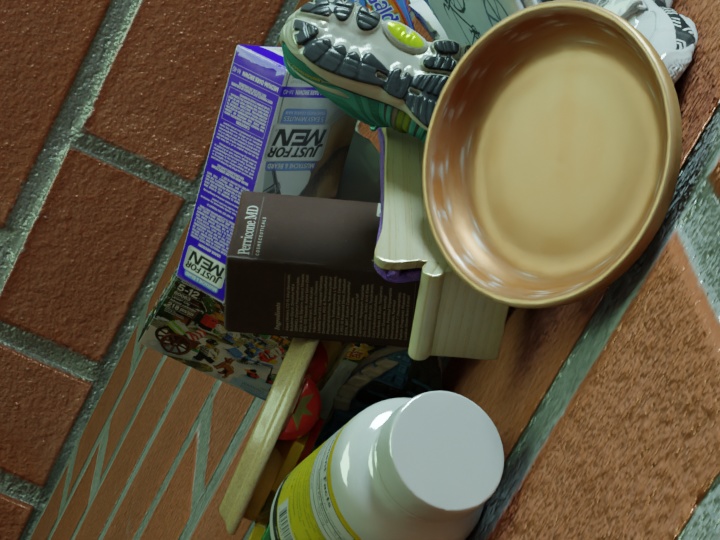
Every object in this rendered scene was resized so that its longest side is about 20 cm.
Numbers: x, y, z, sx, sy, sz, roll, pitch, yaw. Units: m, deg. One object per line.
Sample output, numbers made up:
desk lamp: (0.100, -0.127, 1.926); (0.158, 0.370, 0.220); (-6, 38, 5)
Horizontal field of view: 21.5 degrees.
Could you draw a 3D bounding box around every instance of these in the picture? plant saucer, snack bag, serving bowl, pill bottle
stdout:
plant saucer: (0.127, -0.073, 1.235); (0.199, 0.037, 0.201); (-10, 75, 40)
snack bag: (0.110, -0.146, 1.371); (0.021, 0.189, 0.200); (-30, 8, -9)
serving bowl: (0.003, -0.063, 1.686); (0.066, 0.201, 0.200); (-32, 14, 0)
pill bottle: (0.019, 0.152, 1.295); (0.200, 0.111, 0.112); (-44, 24, 59)

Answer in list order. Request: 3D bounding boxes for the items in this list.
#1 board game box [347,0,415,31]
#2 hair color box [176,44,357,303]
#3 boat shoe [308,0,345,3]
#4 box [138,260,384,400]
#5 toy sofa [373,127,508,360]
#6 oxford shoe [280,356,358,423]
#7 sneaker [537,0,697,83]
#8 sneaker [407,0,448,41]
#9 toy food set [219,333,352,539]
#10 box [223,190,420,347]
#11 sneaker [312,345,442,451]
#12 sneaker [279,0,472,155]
board game box: (0.018, -0.208, 1.567); (0.200, 0.045, 0.153); (-99, -9, -76)
hair color box: (-0.070, -0.078, 1.545); (0.109, 0.065, 0.201); (-6, -61, -51)
boat shoe: (-0.026, -0.184, 1.645); (0.200, 0.062, 0.072); (63, -171, -74)
box: (-0.087, 0.056, 1.738); (0.137, 0.199, 0.038); (-55, 15, 43)
toy sofa: (0.054, -0.033, 1.362); (0.201, 0.097, 0.083); (-90, 6, -48)
oxford shoe: (-0.039, 0.164, 1.663); (0.071, 0.074, 0.201); (-111, 25, -52)
sneaker: (0.161, -0.179, 1.309); (0.075, 0.115, 0.200); (-56, 15, 26)
sneaker: (0.084, -0.224, 1.559); (0.080, 0.076, 0.200); (-36, 19, 7)
toy food set: (-0.057, 0.122, 1.498); (0.200, 0.048, 0.199); (-71, 5, -71)
box: (0.000, 0.000, 1.446); (0.100, 0.199, 0.075); (-84, -3, -56)
sneaker: (0.012, 0.103, 1.535); (0.200, 0.075, 0.087); (-53, 12, 47)
sneaker: (0.035, -0.127, 1.342); (0.078, 0.199, 0.080); (-63, 5, -21)
